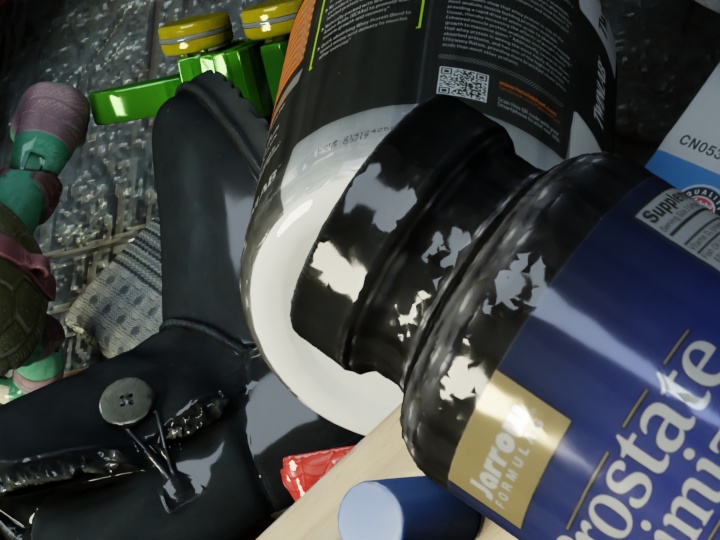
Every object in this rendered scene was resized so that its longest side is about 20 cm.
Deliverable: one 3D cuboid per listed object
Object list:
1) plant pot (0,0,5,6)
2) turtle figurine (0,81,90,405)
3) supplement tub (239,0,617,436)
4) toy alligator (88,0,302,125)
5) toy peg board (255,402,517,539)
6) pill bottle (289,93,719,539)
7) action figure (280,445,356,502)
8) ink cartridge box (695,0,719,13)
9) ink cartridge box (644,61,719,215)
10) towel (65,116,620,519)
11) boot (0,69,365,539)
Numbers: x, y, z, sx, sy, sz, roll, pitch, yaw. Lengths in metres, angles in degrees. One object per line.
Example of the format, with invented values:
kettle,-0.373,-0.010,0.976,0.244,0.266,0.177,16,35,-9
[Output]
plant pot,-0.234,-0.180,1.281,0.200,0.200,0.183,13,70,36
turtle figurine,-0.162,0.009,1.114,0.100,0.149,0.201,-22,49,38
supplement tub,0.029,-0.044,0.993,0.122,0.123,0.200,-18,32,19
toy alligator,-0.016,-0.083,1.149,0.199,0.060,0.054,-8,11,26
toy peg board,0.002,0.164,0.873,0.200,0.098,0.200,-44,67,24
pill bottle,0.083,0.037,0.823,0.199,0.112,0.112,33,78,14
action figure,0.037,0.156,0.959,0.098,0.065,0.201,-9,82,-2
ink cartridge box,0.087,-0.172,1.067,0.199,0.146,0.085,32,100,20
ink cartridge box,0.200,-0.042,0.999,0.145,0.084,0.200,27,76,42
towel,0.000,0.000,1.133,0.193,0.035,0.200,-46,45,-8
boot,-0.083,0.028,1.058,0.167,0.077,0.200,-26,55,-10
